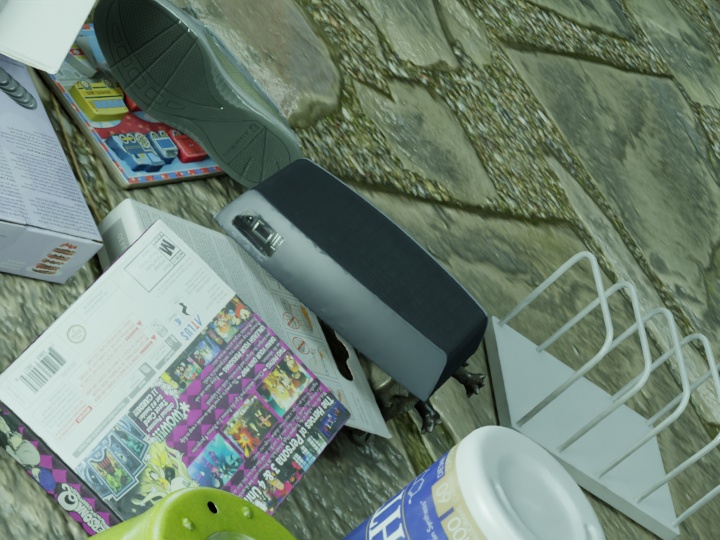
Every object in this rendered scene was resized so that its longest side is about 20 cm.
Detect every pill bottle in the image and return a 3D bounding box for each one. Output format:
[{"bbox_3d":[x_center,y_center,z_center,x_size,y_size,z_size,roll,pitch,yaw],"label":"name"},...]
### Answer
[{"bbox_3d":[0.041,0.196,1.364,0.120,0.200,0.120,37,27,-22],"label":"pill bottle"}]

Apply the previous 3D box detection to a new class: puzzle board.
[{"bbox_3d":[-0.163,-0.132,1.721,0.151,0.017,0.200,54,26,12],"label":"puzzle board"}]

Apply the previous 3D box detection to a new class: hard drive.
[{"bbox_3d":[0.000,0.000,1.635,0.200,0.042,0.135,41,26,6],"label":"hard drive"}]

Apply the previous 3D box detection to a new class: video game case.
[{"bbox_3d":[-0.119,0.087,1.395,0.181,0.036,0.200,45,43,-5],"label":"video game case"}]

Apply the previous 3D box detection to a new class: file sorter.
[{"bbox_3d":[0.221,0.101,1.869,0.200,0.124,0.139,34,29,-28],"label":"file sorter"}]

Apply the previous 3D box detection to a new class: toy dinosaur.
[{"bbox_3d":[0.033,0.055,1.697,0.102,0.077,0.200,42,28,-28],"label":"toy dinosaur"}]

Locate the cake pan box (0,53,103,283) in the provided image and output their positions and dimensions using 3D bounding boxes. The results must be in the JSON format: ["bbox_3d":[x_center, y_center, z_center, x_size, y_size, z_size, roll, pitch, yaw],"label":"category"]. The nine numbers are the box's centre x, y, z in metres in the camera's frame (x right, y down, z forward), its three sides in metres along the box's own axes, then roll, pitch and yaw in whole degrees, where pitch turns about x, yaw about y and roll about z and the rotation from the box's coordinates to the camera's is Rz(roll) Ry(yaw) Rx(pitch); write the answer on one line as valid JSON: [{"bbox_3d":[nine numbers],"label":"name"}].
[{"bbox_3d":[-0.276,-0.088,1.446,0.200,0.052,0.184,12,41,-51],"label":"cake pan box"}]

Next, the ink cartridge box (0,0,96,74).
[{"bbox_3d":[-0.251,-0.228,1.503,0.125,0.129,0.200,22,12,-40],"label":"ink cartridge box"}]

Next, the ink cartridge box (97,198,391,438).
[{"bbox_3d":[-0.083,0.047,1.564,0.200,0.050,0.161,23,35,-45],"label":"ink cartridge box"}]

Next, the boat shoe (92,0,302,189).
[{"bbox_3d":[-0.122,-0.143,1.706,0.202,0.074,0.065,41,20,-22],"label":"boat shoe"}]

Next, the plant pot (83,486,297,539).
[{"bbox_3d":[-0.111,0.212,1.114,0.200,0.193,0.201,36,28,-23],"label":"plant pot"}]
